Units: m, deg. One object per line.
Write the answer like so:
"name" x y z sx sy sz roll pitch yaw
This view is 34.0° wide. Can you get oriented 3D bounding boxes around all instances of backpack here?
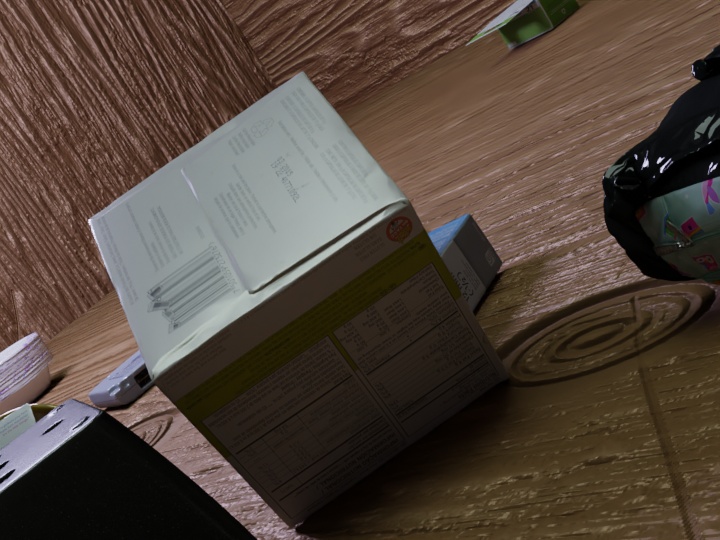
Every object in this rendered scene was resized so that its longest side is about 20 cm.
"backpack" 0.259 -0.067 0.692 0.167 0.127 0.199 -53 19 -26

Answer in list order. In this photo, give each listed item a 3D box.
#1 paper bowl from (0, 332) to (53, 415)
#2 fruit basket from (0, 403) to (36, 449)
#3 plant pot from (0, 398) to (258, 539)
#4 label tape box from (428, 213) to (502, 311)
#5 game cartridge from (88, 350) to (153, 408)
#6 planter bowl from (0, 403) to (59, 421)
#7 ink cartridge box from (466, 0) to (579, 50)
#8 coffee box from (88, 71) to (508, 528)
"paper bowl" -0.686 0.219 2.301 0.200 0.105 0.201 -34 11 7
"fruit basket" -0.301 0.236 0.927 0.184 0.094 0.201 -34 55 6
"plant pot" -0.174 0.193 0.737 0.199 0.178 0.199 -37 12 -19
"label tape box" 0.029 0.043 1.062 0.142 0.066 0.200 -27 17 36
"game cartridge" -0.304 0.131 1.735 0.200 0.041 0.133 -41 16 -28
"planter bowl" -0.271 0.224 1.020 0.199 0.202 0.083 -32 -33 11
"ink cartridge box" 0.332 -0.505 2.430 0.200 0.076 0.147 -43 14 -29
"coffee box" -0.045 0.020 0.863 0.199 0.198 0.200 -35 41 0
